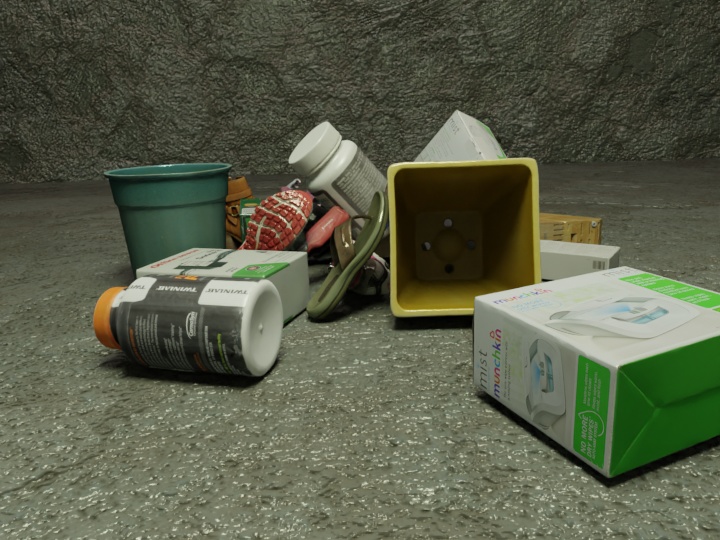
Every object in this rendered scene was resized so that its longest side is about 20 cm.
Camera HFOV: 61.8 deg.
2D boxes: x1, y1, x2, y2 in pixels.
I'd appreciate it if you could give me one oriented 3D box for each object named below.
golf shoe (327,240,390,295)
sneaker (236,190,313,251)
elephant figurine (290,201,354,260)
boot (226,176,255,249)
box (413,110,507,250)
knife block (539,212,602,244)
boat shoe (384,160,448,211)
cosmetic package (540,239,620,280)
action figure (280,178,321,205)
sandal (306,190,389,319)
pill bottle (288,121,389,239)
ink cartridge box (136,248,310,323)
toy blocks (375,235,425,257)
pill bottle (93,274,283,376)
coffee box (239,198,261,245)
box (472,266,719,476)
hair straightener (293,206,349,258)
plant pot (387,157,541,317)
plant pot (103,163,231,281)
[{"bbox_3d":[0.000,0.000,0.970,0.091,0.073,0.200,19,11,-16],"label":"golf shoe"},{"bbox_3d":[-0.144,-0.047,0.946,0.078,0.200,0.082,46,18,7],"label":"sneaker"},{"bbox_3d":[-0.057,-0.078,1.162,0.198,0.142,0.156,8,37,-30],"label":"elephant figurine"},{"bbox_3d":[-0.219,-0.118,1.236,0.198,0.157,0.077,6,25,29],"label":"boot"},{"bbox_3d":[0.175,-0.143,1.055,0.096,0.177,0.201,16,40,-35],"label":"box"},{"bbox_3d":[0.357,-0.082,1.211,0.197,0.065,0.176,-3,15,-4],"label":"knife block"},{"bbox_3d":[0.123,-0.141,0.944,0.198,0.066,0.073,-12,-27,21],"label":"boat shoe"},{"bbox_3d":[0.316,-0.017,0.996,0.198,0.051,0.082,8,20,34],"label":"cosmetic package"},{"bbox_3d":[-0.116,-0.121,1.266,0.198,0.135,0.149,-24,15,11],"label":"action figure"},{"bbox_3d":[-0.021,-0.027,0.826,0.057,0.202,0.080,34,-7,-13],"label":"sandal"},{"bbox_3d":[-0.023,-0.148,1.035,0.113,0.200,0.114,-35,26,21],"label":"pill bottle"},{"bbox_3d":[-0.188,0.025,0.845,0.197,0.084,0.147,2,15,18],"label":"ink cartridge box"},{"bbox_3d":[0.062,-0.063,1.162,0.135,0.101,0.199,-7,9,33],"label":"toy blocks"},{"bbox_3d":[-0.195,0.058,0.674,0.197,0.108,0.106,2,15,16],"label":"pill bottle"},{"bbox_3d":[-0.194,-0.060,1.096,0.043,0.125,0.200,-6,13,-10],"label":"coffee box"},{"bbox_3d":[0.232,0.076,0.543,0.198,0.098,0.176,-10,18,-22],"label":"box"},{"bbox_3d":[-0.087,-0.017,0.973,0.041,0.077,0.201,31,58,9],"label":"hair straightener"},{"bbox_3d":[0.136,-0.039,0.860,0.191,0.198,0.200,-1,-2,3],"label":"plant pot"},{"bbox_3d":[-0.303,-0.069,0.991,0.197,0.199,0.200,-2,14,1],"label":"plant pot"}]
